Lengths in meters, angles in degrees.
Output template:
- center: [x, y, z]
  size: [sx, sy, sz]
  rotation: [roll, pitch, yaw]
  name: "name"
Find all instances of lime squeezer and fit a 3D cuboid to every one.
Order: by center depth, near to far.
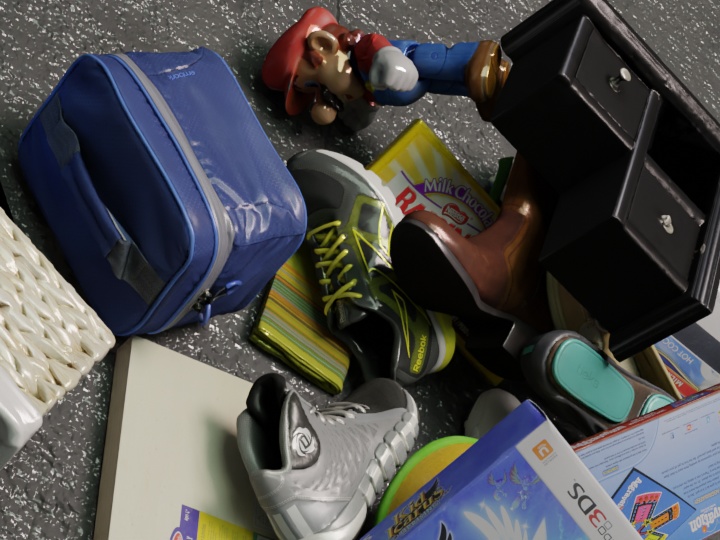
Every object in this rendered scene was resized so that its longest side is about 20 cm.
- center: [0.115, 0.005, 1.572]
  size: [0.038, 0.070, 0.201]
  rotation: [-68, 145, -72]
  name: "lime squeezer"

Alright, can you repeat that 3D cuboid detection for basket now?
- center: [-0.267, 0.033, 1.159]
  size: [0.200, 0.136, 0.123]
  rotation: [49, 37, -1]
  name: "basket"

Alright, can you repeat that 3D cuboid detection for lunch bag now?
- center: [-0.143, -0.049, 1.319]
  size: [0.132, 0.136, 0.200]
  rotation: [-10, 61, -44]
  name: "lunch bag"

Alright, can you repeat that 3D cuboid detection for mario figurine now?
- center: [0.014, -0.143, 1.528]
  size: [0.199, 0.124, 0.106]
  rotation: [7, 42, 18]
  name: "mario figurine"

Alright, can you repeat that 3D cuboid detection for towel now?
- center: [-0.029, 0.002, 1.482]
  size: [0.086, 0.018, 0.200]
  rotation: [39, 41, -21]
  name: "towel"

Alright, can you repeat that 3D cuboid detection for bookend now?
- center: [0.180, -0.077, 1.417]
  size: [0.200, 0.092, 0.199]
  rotation: [44, 40, -16]
  name: "bookend"

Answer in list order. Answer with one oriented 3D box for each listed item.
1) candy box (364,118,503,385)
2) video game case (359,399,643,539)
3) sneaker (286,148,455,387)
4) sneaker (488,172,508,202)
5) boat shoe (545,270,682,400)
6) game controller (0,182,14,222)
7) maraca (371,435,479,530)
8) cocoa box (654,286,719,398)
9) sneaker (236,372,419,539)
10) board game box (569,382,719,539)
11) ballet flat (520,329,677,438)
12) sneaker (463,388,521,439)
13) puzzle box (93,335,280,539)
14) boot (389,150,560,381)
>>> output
- center: [0.076, -0.014, 1.520]
  size: [0.102, 0.026, 0.200]
  rotation: [-44, 101, -7]
  name: "candy box"
- center: [0.093, 0.218, 1.274]
  size: [0.181, 0.200, 0.045]
  rotation: [51, -1, -20]
  name: "video game case"
- center: [0.000, 0.000, 1.435]
  size: [0.200, 0.074, 0.085]
  rotation: [56, 37, -3]
  name: "sneaker"
- center: [0.182, -0.092, 1.600]
  size: [0.081, 0.200, 0.077]
  rotation: [42, 50, -6]
  name: "sneaker"
- center: [0.204, 0.059, 1.482]
  size: [0.073, 0.063, 0.201]
  rotation: [-48, 123, -44]
  name: "boat shoe"
- center: [-0.284, -0.088, 1.282]
  size: [0.201, 0.042, 0.104]
  rotation: [67, 9, 20]
  name: "game controller"
- center: [0.062, 0.215, 1.340]
  size: [0.137, 0.107, 0.201]
  rotation: [26, 71, -19]
  name: "maraca"
- center: [0.274, 0.054, 1.598]
  size: [0.200, 0.131, 0.133]
  rotation: [38, 20, -14]
  name: "cocoa box"
- center: [-0.026, 0.104, 1.324]
  size: [0.116, 0.075, 0.200]
  rotation: [57, 29, -18]
  name: "sneaker"
- center: [0.216, 0.155, 1.382]
  size: [0.200, 0.019, 0.103]
  rotation: [-16, 97, -42]
  name: "board game box"
- center: [0.194, 0.110, 1.447]
  size: [0.200, 0.073, 0.073]
  rotation: [39, 41, -24]
  name: "ballet flat"
- center: [0.159, 0.163, 1.439]
  size: [0.079, 0.130, 0.200]
  rotation: [10, 54, -38]
  name: "sneaker"
- center: [-0.113, 0.152, 1.286]
  size: [0.133, 0.025, 0.201]
  rotation: [25, 47, -26]
  name: "puzzle box"
- center: [0.115, -0.046, 1.452]
  size: [0.188, 0.068, 0.201]
  rotation: [42, 60, -32]
  name: "boot"
